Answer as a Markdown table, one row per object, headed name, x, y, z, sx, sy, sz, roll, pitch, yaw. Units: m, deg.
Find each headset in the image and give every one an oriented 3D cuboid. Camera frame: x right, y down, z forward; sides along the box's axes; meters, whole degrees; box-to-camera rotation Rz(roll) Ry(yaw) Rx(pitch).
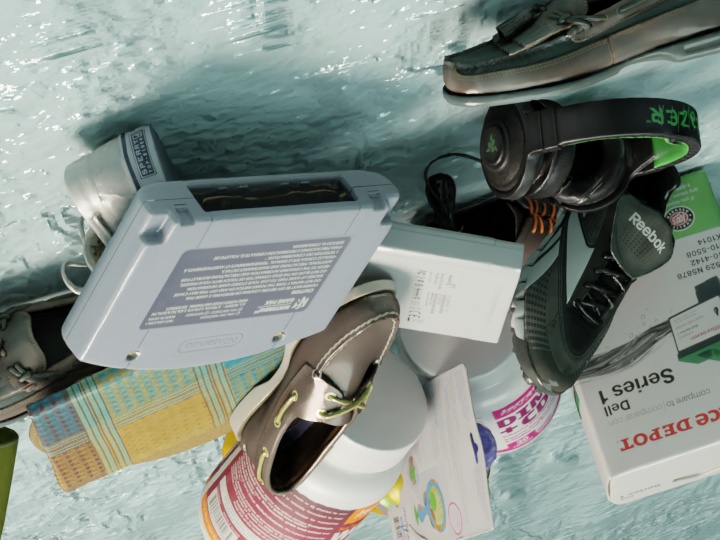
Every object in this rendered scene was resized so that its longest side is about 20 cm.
| name | x | y | z | sx | sy | sz | roll | pitch | yaw |
| --- | --- | --- | --- | --- | --- | --- | --- | --- | --- |
| headset | 0.123 | -0.060 | 1.497 | 0.199 | 0.095 | 0.123 | -12 | 167 | 38 |

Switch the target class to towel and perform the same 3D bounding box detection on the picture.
| name | x | y | z | sx | sy | sz | roll | pitch | yaw |
| --- | --- | --- | --- | --- | --- | --- | --- | --- | --- |
| towel | -0.118 | 0.076 | 1.552 | 0.199 | 0.022 | 0.147 | -24 | 156 | -9 |

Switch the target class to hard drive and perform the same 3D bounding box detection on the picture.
| name | x | y | z | sx | sy | sz | roll | pitch | yaw |
| --- | --- | --- | --- | --- | --- | --- | --- | --- | --- |
| hard drive | 0.000 | 0.000 | 1.529 | 0.198 | 0.026 | 0.132 | 10 | 157 | 0 |

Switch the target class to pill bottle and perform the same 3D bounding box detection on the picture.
| name | x | y | z | sx | sy | sz | roll | pitch | yaw |
| --- | --- | --- | --- | --- | --- | --- | --- | --- | --- |
| pill bottle | -0.034 | 0.141 | 1.718 | 0.109 | 0.110 | 0.200 | -4 | 150 | -33 |
| pill bottle | 0.088 | 0.063 | 1.765 | 0.113 | 0.114 | 0.200 | -19 | 160 | 4 |

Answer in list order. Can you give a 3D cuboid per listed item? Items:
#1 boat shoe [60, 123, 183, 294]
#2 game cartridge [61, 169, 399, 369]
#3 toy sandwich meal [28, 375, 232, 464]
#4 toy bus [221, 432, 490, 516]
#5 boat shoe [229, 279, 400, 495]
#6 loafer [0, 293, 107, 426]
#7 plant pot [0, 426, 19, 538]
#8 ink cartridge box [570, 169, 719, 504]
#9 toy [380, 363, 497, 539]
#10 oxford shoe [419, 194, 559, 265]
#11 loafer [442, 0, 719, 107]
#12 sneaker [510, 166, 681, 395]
| name | x | y | z | sx | sy | sz | roll | pitch | yaw |
| --- | --- | --- | --- | --- | --- | --- | --- | --- | --- |
| boat shoe | -0.140 | -0.015 | 1.421 | 0.085 | 0.075 | 0.202 | -18 | 158 | 1 |
| game cartridge | -0.079 | 0.001 | 1.396 | 0.199 | 0.042 | 0.133 | -6 | 143 | -45 |
| toy sandwich meal | -0.143 | 0.075 | 1.665 | 0.204 | 0.071 | 0.205 | -16 | 160 | -6 |
| toy bus | -0.002 | 0.150 | 1.850 | 0.198 | 0.066 | 0.078 | 14 | 166 | 17 |
| boat shoe | -0.023 | 0.078 | 1.547 | 0.071 | 0.060 | 0.200 | -5 | 150 | -35 |
| loafer | -0.202 | 0.043 | 1.522 | 0.199 | 0.072 | 0.063 | -20 | 154 | -20 |
| plant pot | -0.324 | 0.207 | 1.566 | 0.185 | 0.202 | 0.187 | 3 | -176 | 0 |
| ink cartridge box | 0.217 | 0.050 | 1.712 | 0.145 | 0.201 | 0.084 | -19 | 161 | 1 |
| toy | 0.064 | 0.140 | 1.696 | 0.047 | 0.116 | 0.200 | -6 | 169 | -23 |
| oxford shoe | 0.125 | -0.020 | 1.647 | 0.198 | 0.072 | 0.073 | -12 | 154 | -16 |
| loafer | 0.138 | -0.147 | 1.356 | 0.198 | 0.063 | 0.072 | -14 | -158 | -7 |
| sneaker | 0.159 | -0.007 | 1.545 | 0.090 | 0.201 | 0.066 | -20 | 125 | 44 |
